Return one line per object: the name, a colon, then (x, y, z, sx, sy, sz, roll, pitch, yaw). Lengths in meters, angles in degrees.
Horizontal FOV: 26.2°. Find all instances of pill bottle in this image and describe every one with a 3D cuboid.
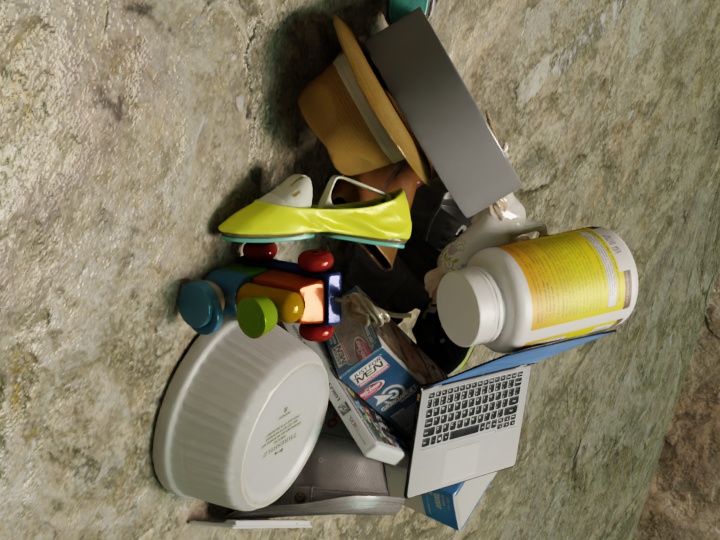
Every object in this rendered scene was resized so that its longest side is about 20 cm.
pill bottle: (0.181, 0.022, 1.599, 0.199, 0.109, 0.110, -11, 125, -30)

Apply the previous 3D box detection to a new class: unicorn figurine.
unicorn figurine: (0.138, -0.042, 1.639, 0.201, 0.074, 0.137, -58, 138, -8)

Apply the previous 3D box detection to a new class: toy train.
toy train: (-0.064, 0.033, 1.426, 0.115, 0.199, 0.085, -19, 114, -49)

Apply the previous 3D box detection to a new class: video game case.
video game case: (0.000, 0.135, 1.690, 0.023, 0.182, 0.200, -37, 158, 9)

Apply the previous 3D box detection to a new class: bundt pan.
bundt pan: (0.086, -0.051, 1.818, 0.202, 0.075, 0.203, -45, 147, -40)

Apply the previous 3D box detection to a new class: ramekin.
ramekin: (-0.111, 0.146, 1.549, 0.202, 0.094, 0.204, -46, 148, -41)

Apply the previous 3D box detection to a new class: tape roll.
tape roll: (0.082, -0.153, 1.508, 0.066, 0.201, 0.200, -31, 155, 6)

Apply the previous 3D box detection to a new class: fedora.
fedora: (-0.005, -0.148, 1.485, 0.081, 0.202, 0.201, -31, 155, 7)
fedora: (-0.050, 0.222, 1.680, 0.177, 0.198, 0.091, 16, 70, -60)

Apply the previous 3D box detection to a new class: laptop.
laptop: (0.159, 0.152, 1.653, 0.186, 0.115, 0.202, -8, 111, -45)

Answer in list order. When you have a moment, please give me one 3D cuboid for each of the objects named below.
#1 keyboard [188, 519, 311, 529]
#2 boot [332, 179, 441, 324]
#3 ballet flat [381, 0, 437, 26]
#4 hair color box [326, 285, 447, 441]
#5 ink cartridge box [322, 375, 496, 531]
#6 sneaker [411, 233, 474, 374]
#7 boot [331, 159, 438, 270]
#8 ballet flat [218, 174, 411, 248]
keyboard: (-0.118, 0.278, 1.697, 0.200, 0.056, 0.011, 22, 65, -66)
boot: (0.000, 0.000, 1.674, 0.131, 0.070, 0.200, -38, 122, 19)
ballet flat: (0.059, -0.341, 1.549, 0.072, 0.072, 0.202, -24, 131, -57)
hair color box: (0.038, 0.114, 1.687, 0.060, 0.100, 0.200, -35, 134, 11)
ink cartridge box: (0.064, 0.194, 1.831, 0.145, 0.199, 0.085, -54, 150, -28)
sneaker: (0.102, 0.054, 1.761, 0.083, 0.071, 0.201, -34, 143, -41)
boot: (0.060, -0.083, 1.621, 0.189, 0.068, 0.201, 51, 43, -35)
ballet flat: (-0.041, -0.059, 1.485, 0.198, 0.067, 0.068, 2, 98, -24)
